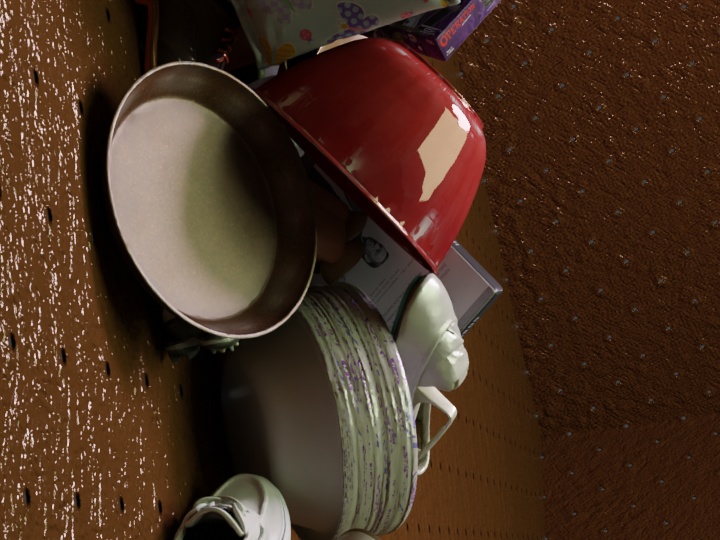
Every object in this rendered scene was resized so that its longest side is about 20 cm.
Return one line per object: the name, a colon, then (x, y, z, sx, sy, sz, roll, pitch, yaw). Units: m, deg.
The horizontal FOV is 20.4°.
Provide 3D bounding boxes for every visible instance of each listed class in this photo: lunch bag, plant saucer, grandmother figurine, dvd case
lunch bag: (-0.022, -0.267, 1.540, 0.200, 0.169, 0.127, -89, 159, -56)
plant saucer: (-0.111, -0.047, 1.406, 0.200, 0.034, 0.201, 20, 62, -44)
grandmother figurine: (-0.083, -0.067, 1.511, 0.200, 0.061, 0.121, 37, 28, -26)
dvd case: (0.000, 0.000, 1.641, 0.200, 0.150, 0.025, 46, 20, 15)

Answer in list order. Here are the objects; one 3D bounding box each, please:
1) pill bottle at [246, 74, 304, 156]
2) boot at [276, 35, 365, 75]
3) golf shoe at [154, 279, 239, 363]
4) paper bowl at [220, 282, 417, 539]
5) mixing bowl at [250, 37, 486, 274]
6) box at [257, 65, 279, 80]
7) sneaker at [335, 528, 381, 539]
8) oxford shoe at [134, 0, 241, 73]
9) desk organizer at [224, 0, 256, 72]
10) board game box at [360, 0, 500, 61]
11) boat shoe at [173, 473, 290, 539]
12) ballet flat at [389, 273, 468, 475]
pill bottle: (-0.053, -0.068, 1.760, 0.111, 0.111, 0.200, -86, 164, -53)
boot: (-0.020, -0.207, 1.691, 0.076, 0.073, 0.200, 92, 17, -48)
golf shoe: (-0.108, -0.010, 1.501, 0.200, 0.077, 0.088, -76, 149, -67)
paper bowl: (-0.041, 0.115, 1.552, 0.201, 0.104, 0.201, 170, -90, -70)
mixing bowl: (0.023, -0.103, 1.525, 0.200, 0.108, 0.200, 45, -2, 2)
box: (-0.074, -0.206, 1.839, 0.200, 0.041, 0.156, 94, -4, -53)
sneaker: (-0.057, 0.262, 1.388, 0.067, 0.200, 0.090, 43, 33, 9)
oxford shoe: (-0.126, -0.168, 1.531, 0.071, 0.072, 0.201, -47, 128, -78)
desk organizer: (-0.106, -0.255, 1.696, 0.200, 0.072, 0.077, -86, 154, -52)
board game box: (0.029, -0.236, 1.593, 0.120, 0.200, 0.032, -46, 134, -22)
boat shoe: (-0.093, 0.190, 1.396, 0.200, 0.073, 0.067, -79, 161, -61)
ballet flat: (0.050, 0.085, 1.555, 0.070, 0.069, 0.200, -88, -170, -47)
